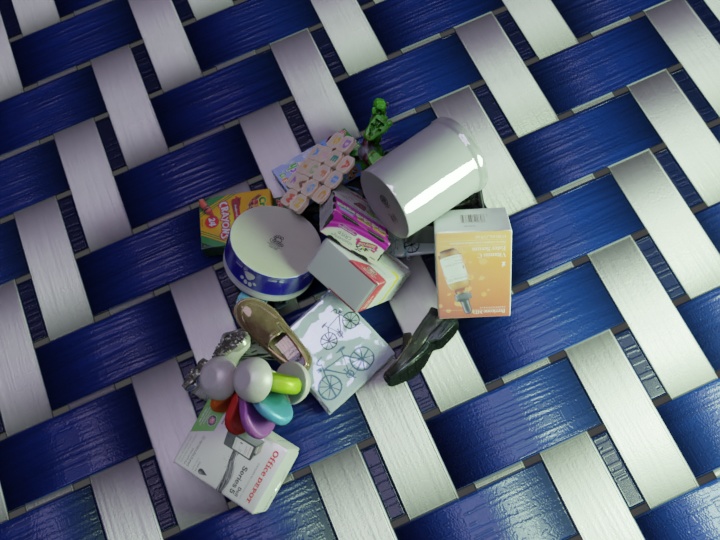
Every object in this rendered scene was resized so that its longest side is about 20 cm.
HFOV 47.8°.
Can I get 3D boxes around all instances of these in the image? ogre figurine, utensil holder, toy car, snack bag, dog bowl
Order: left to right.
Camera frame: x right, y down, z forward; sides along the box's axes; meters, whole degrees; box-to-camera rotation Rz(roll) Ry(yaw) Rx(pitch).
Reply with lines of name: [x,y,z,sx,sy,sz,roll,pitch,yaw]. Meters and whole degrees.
toy car: [-0.202,0.243,1.545,0.199,0.175,0.151,-2,79,32]
dog bowl: [-0.184,-0.038,1.706,0.199,0.079,0.201,10,50,-13]
snack bag: [-0.061,0.164,1.692,0.188,0.021,0.200,-42,89,-9]
ogre figurine: [0.027,-0.253,1.728,0.098,0.120,0.201,-14,87,-9]
snack bag: [0.089,-0.113,1.819,0.199,0.021,0.190,-5,68,4]
utensil holder: [0.123,-0.183,1.611,0.200,0.170,0.170,-34,69,-16]

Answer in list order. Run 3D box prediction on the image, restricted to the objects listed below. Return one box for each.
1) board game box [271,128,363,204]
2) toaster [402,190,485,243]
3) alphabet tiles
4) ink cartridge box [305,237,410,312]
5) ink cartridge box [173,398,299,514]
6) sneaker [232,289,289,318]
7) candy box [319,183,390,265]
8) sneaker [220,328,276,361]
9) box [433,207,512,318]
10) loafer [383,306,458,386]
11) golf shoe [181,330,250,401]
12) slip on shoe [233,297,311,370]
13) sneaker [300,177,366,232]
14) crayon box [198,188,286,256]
board game box: [-0.086,-0.232,1.842,0.199,0.037,0.151,-32,43,-6]
toaster: [0.172,-0.155,1.759,0.180,0.119,0.201,-5,69,-4]
alphabet tiles: [-0.091,-0.210,1.734,0.200,0.015,0.195,-51,33,-3]
ink cartridge box: [0.000,0.000,1.682,0.145,0.200,0.084,41,110,14]
ink cartridge box: [-0.246,0.370,1.623,0.199,0.084,0.146,28,85,15]
sneaker: [-0.190,0.044,1.742,0.095,0.079,0.200,24,53,10]
candy box: [-0.015,-0.103,1.676,0.136,0.200,0.061,31,109,-14]
sneaker: [-0.199,0.149,1.713,0.199,0.089,0.074,-8,67,1]
box: [0.229,-0.015,1.662,0.151,0.201,0.106,-3,28,5]
loafer: [0.114,0.159,1.691,0.200,0.073,0.072,-40,63,-20]
golf shoe: [-0.273,0.202,1.672,0.097,0.200,0.078,42,31,-13]
slip on shoe: [-0.176,0.131,1.636,0.076,0.061,0.200,-41,87,-7]
sneaker: [-0.065,-0.145,1.824,0.199,0.073,0.082,-16,45,9]
crayon box: [-0.261,-0.111,1.837,0.199,0.051,0.128,-9,68,2]
